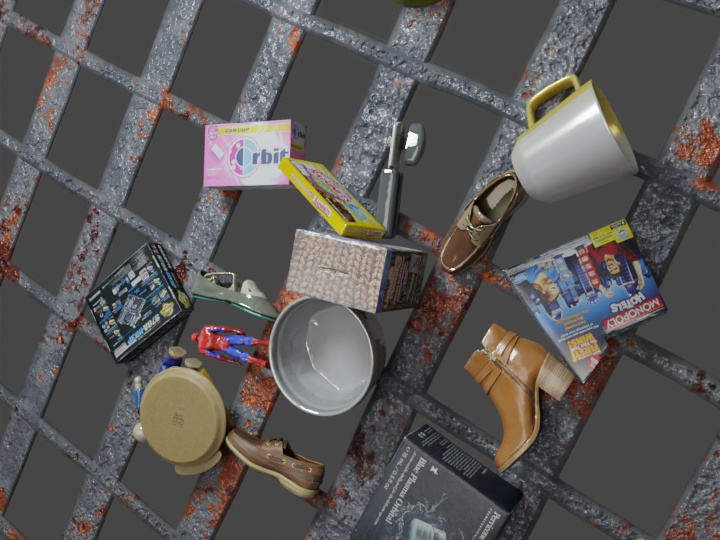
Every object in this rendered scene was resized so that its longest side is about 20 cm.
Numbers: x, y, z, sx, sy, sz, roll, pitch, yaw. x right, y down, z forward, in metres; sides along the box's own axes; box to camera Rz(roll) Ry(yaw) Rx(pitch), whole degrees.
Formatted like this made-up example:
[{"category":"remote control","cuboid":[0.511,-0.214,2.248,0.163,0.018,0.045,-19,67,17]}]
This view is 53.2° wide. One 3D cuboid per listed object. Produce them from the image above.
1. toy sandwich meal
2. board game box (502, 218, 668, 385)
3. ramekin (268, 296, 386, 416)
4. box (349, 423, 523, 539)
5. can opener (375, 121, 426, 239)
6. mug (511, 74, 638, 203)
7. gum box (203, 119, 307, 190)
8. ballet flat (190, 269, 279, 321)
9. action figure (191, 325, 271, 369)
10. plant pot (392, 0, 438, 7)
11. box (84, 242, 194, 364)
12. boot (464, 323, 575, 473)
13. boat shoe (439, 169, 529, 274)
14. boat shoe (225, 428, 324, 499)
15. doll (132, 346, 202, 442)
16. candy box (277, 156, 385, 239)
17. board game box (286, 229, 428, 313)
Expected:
[{"category":"toy sandwich meal","cuboid":[-0.323,0.279,1.357,0.201,0.070,0.210,1,95,16]},{"category":"board game box","cuboid":[0.342,0.058,1.079,0.197,0.062,0.203,-23,73,12]},{"category":"ramekin","cuboid":[-0.048,0.138,1.228,0.197,0.105,0.204,2,95,24]},{"category":"box","cuboid":[0.121,0.392,1.150,0.198,0.117,0.199,32,101,20]},{"category":"can opener","cuboid":[0.063,-0.153,1.222,0.065,0.052,0.204,12,94,23]},{"category":"mug","cuboid":[0.315,-0.187,1.089,0.152,0.187,0.150,-28,111,29]},{"category":"gum box","cuboid":[-0.200,-0.210,1.330,0.196,0.066,0.116,1,90,24]},{"category":"ballet flat","cuboid":[-0.230,0.041,1.339,0.197,0.067,0.065,15,87,23]},{"category":"action figure","cuboid":[-0.242,0.142,1.350,0.197,0.051,0.067,9,87,28]},{"category":"plant pot","cuboid":[0.069,-0.552,1.150,0.184,0.199,0.191,0,89,23]},{"category":"box","cuboid":[-0.446,0.067,1.441,0.199,0.046,0.160,-37,75,18]},{"category":"boot","cuboid":[0.225,0.199,1.135,0.154,0.074,0.202,33,89,19]},{"category":"boat shoe","cuboid":[0.190,-0.081,1.155,0.076,0.072,0.201,40,104,19]},{"category":"boat shoe","cuboid":[-0.151,0.334,1.297,0.198,0.072,0.068,27,94,15]},{"category":"doll","cuboid":[-0.390,0.248,1.410,0.135,0.048,0.202,32,101,8]},{"category":"candy box","cuboid":[-0.050,-0.123,1.218,0.200,0.101,0.027,48,116,32]},{"category":"board game box","cuboid":[0.000,0.000,1.166,0.157,0.199,0.099,13,95,23]}]
